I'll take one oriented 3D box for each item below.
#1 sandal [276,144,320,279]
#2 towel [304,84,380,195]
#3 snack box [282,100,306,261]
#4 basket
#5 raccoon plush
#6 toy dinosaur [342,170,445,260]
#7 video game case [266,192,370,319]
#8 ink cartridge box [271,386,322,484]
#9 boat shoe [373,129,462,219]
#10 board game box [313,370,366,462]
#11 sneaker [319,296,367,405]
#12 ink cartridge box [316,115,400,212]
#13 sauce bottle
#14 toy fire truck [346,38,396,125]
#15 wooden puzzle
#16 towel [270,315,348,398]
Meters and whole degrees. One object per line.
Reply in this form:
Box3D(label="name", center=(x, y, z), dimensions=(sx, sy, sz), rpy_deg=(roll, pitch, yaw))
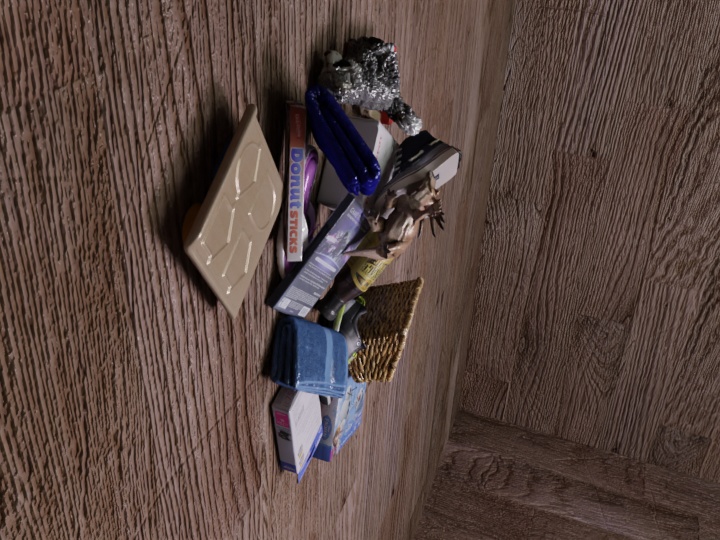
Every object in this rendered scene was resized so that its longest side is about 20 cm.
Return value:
Box3D(label="sandal", center=(-0.084, -0.078, 1.066), dimensions=(0.082, 0.049, 0.209), rpy_deg=(-31, 132, -67))
Box3D(label="towel", center=(-0.030, -0.167, 0.995), dimensions=(0.049, 0.149, 0.200), rpy_deg=(-36, -178, -1))
Box3D(label="snack box", center=(-0.090, -0.121, 0.979), dimensions=(0.072, 0.024, 0.206), rpy_deg=(-121, -147, -71))
Box3D(label="basket", center=(0.061, 0.129, 1.460), dimensions=(0.201, 0.145, 0.146), rpy_deg=(-66, 143, -57))
Box3D(label="raccoon plush", center=(0.017, -0.255, 1.090), dimensions=(0.096, 0.199, 0.136), rpy_deg=(-31, -155, 49))
Box3D(label="toy dinosaur", center=(0.068, -0.069, 1.161), dimensions=(0.200, 0.086, 0.135), rpy_deg=(-45, 164, 3))
Box3D(label="video game case", center=(-0.057, -0.016, 1.123), dimensions=(0.202, 0.019, 0.143), rpy_deg=(-54, 163, 0))
Box3D(label="ink cartridge box", center=(-0.107, 0.260, 1.261), dimensions=(0.120, 0.041, 0.204), rpy_deg=(-62, 156, -46))
Box3D(label="boat shoe", center=(0.077, -0.165, 1.244), dimensions=(0.198, 0.092, 0.076), rpy_deg=(-34, 147, -26))
Box3D(label="board game box", center=(-0.034, 0.260, 1.507), dimensions=(0.200, 0.042, 0.205), rpy_deg=(-31, 130, -69))
Box3D(label="sneaker", center=(-0.028, 0.145, 1.320), dimensions=(0.072, 0.080, 0.206), rpy_deg=(141, -40, -81))
Box3D(label="ink cartridge box", center=(0.006, -0.165, 1.251), dimensions=(0.200, 0.084, 0.151), rpy_deg=(18, 85, -73))
Box3D(label="sauce bottle", center=(0.000, 0.000, 1.264), dimensions=(0.201, 0.066, 0.066), rpy_deg=(-51, 167, 10))
Box3D(label="toy fire truck", center=(0.021, -0.321, 1.252), dimensions=(0.200, 0.047, 0.145), rpy_deg=(-40, 140, -65))
Box3D(label="wooden puzzle", center=(-0.152, -0.066, 0.858), dimensions=(0.201, 0.045, 0.189), rpy_deg=(81, 25, -63))
Box3D(label="towel", center=(-0.073, 0.143, 1.184), dimensions=(0.199, 0.047, 0.115), rpy_deg=(28, 62, -61))
